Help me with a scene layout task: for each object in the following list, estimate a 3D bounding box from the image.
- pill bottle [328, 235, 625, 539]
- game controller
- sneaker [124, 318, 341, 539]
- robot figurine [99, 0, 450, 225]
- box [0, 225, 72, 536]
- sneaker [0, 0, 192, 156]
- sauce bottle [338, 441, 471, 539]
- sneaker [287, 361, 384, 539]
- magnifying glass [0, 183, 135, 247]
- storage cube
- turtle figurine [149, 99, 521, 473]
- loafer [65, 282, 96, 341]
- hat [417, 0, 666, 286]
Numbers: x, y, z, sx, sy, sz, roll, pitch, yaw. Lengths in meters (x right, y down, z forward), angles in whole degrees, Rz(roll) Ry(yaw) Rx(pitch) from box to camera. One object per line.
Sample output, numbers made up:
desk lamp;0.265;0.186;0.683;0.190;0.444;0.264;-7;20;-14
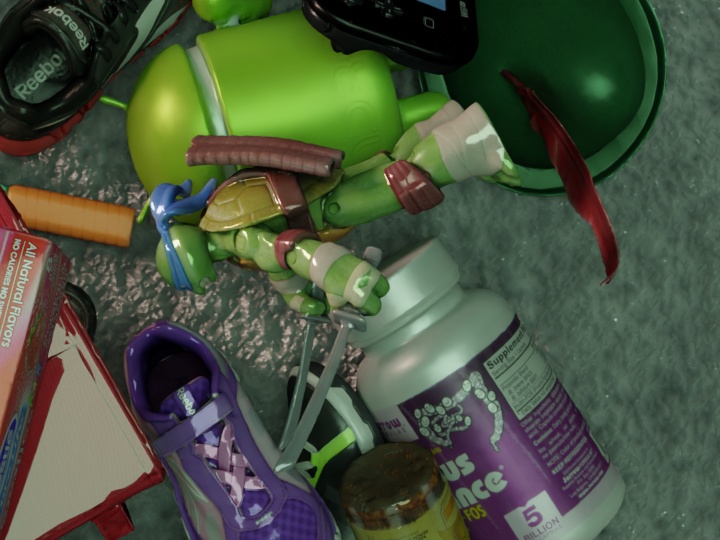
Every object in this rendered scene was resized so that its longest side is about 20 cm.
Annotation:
pill bottle;0.067;0.083;1.021;0.112;0.112;0.201;-35;96;-6
game controller;0.017;-0.186;0.981;0.104;0.201;0.042;10;131;-8
sneaker;-0.084;0.106;0.965;0.080;0.089;0.200;-31;61;-10
robot figurine;-0.049;-0.093;0.995;0.199;0.116;0.177;-16;95;-8
box;-0.200;0.074;0.719;0.099;0.095;0.201;14;83;-4
sneaker;-0.155;-0.153;0.986;0.071;0.098;0.201;42;84;-5
sauce bottle;0.047;0.195;0.996;0.066;0.066;0.201;-26;121;-7
sneaker;-0.024;0.158;1.016;0.082;0.072;0.201;-17;99;-25
magnifying glass;-0.238;-0.045;1.014;0.199;0.022;0.080;11;90;-10
storage cube;-0.218;0.076;0.851;0.179;0.171;0.201;-29;88;-8
turtle figurine;0.000;0.000;0.912;0.193;0.144;0.201;-30;67;-3
loafer;-0.228;0.092;0.994;0.073;0.072;0.200;36;85;-7
hat;0.136;-0.122;0.992;0.165;0.176;0.201;-32;96;-7
